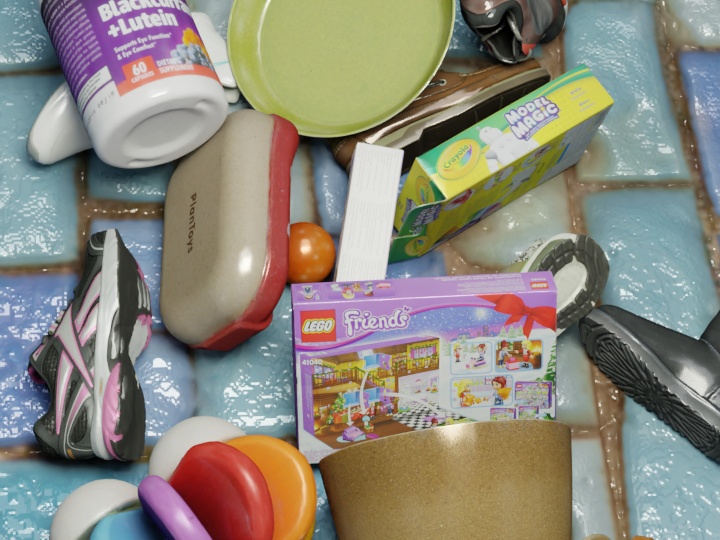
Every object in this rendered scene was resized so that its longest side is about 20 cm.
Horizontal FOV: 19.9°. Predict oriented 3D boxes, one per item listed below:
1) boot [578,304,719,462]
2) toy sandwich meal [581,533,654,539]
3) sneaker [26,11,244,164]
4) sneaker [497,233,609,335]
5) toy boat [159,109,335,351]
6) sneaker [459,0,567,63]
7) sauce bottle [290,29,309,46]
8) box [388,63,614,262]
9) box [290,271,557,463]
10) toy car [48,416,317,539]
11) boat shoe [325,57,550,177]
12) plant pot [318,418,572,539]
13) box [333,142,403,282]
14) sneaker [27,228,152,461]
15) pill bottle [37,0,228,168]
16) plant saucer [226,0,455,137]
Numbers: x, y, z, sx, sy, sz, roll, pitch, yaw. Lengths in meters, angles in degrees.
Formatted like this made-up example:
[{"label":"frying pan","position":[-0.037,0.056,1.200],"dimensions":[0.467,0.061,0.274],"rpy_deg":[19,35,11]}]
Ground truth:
[{"label":"boot","position":[0.294,0.034,1.656],"dimensions":[0.165,0.066,0.200],"rpy_deg":[43,67,7]},{"label":"toy sandwich meal","position":[0.182,0.278,1.446],"dimensions":[0.070,0.205,0.205],"rpy_deg":[1,57,26]},{"label":"sneaker","position":[-0.182,-0.138,1.688],"dimensions":[0.200,0.070,0.080],"rpy_deg":[-34,73,-23]},{"label":"sneaker","position":[0.107,0.046,1.634],"dimensions":[0.200,0.089,0.077],"rpy_deg":[-42,111,-7]},{"label":"toy boat","position":[-0.077,-0.027,1.627],"dimensions":[0.131,0.130,0.200],"rpy_deg":[20,56,-31]},{"label":"sneaker","position":[0.121,-0.208,1.716],"dimensions":[0.077,0.200,0.082],"rpy_deg":[-5,80,23]},{"label":"sauce bottle","position":[0.005,-0.267,1.760],"dimensions":[0.066,0.066,0.200],"rpy_deg":[35,87,12]},{"label":"box","position":[0.103,-0.082,1.666],"dimensions":[0.200,0.117,0.048],"rpy_deg":[-32,76,-22]},{"label":"box","position":[0.049,0.074,1.557],"dimensions":[0.200,0.137,0.039],"rpy_deg":[-2,24,-3]},{"label":"toy car","position":[-0.117,0.192,1.467],"dimensions":[0.200,0.150,0.175],"rpy_deg":[-32,70,-22]},{"label":"boat shoe","position":[0.064,-0.142,1.720],"dimensions":[0.200,0.072,0.068],"rpy_deg":[-26,68,-20]},{"label":"plant pot","position":[0.073,0.224,1.476],"dimensions":[0.186,0.186,0.200],"rpy_deg":[-5,76,-10]},{"label":"box","position":[0.000,0.000,1.625],"dimensions":[0.041,0.039,0.200],"rpy_deg":[9,75,-4]},{"label":"sneaker","position":[-0.214,0.056,1.575],"dimensions":[0.086,0.080,0.200],"rpy_deg":[-9,51,10]},{"label":"pill bottle","position":[-0.188,-0.191,1.613],"dimensions":[0.111,0.111,0.200],"rpy_deg":[-18,68,-16]},{"label":"plant saucer","position":[-0.013,-0.200,1.695],"dimensions":[0.200,0.031,0.200],"rpy_deg":[-6,72,19]}]
